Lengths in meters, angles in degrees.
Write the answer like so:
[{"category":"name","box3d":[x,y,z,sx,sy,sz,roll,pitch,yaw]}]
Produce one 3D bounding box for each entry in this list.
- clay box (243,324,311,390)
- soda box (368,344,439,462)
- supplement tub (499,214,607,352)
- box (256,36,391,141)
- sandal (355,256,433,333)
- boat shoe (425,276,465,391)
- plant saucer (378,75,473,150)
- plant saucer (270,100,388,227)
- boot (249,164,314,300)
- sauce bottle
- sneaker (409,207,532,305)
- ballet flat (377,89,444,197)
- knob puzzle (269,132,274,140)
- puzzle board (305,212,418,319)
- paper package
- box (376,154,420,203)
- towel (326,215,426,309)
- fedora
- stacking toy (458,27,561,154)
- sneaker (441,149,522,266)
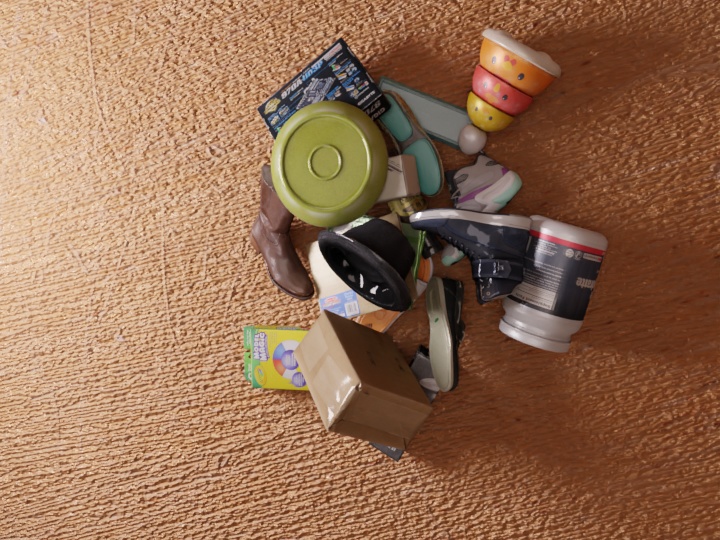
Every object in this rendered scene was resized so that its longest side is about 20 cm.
[{"category":"clay box","box3d":[-0.136,0.167,1.242,0.195,0.048,0.118,0,96,10]},{"category":"soda box","box3d":[0.092,0.246,1.201,0.070,0.063,0.203,29,101,6]},{"category":"supplement tub","box3d":[0.320,0.020,1.092,0.138,0.140,0.204,16,99,8]},{"category":"box","box3d":[-0.066,-0.278,1.109,0.199,0.046,0.160,-37,60,9]},{"category":"sandal","box3d":[0.061,0.050,1.185,0.079,0.059,0.208,35,101,4]},{"category":"boat shoe","box3d":[0.159,0.111,1.142,0.066,0.072,0.204,8,69,-24]},{"category":"plant saucer","box3d":[0.113,-0.281,1.159,0.197,0.019,0.071,24,101,6]},{"category":"plant saucer","box3d":[-0.054,-0.172,1.042,0.195,0.031,0.205,1,93,9]},{"category":"boot","box3d":[-0.126,-0.066,1.138,0.187,0.064,0.201,46,142,15]},{"category":"sauce bottle","box3d":[0.085,-0.118,1.158,0.064,0.065,0.203,-30,90,12]},{"category":"sneaker","box3d":[0.171,-0.022,1.054,0.198,0.077,0.150,7,89,8]},{"category":"ballet flat","box3d":[0.090,-0.225,1.132,0.070,0.071,0.202,-31,94,12]},{"category":"knob puzzle","box3d":[-0.072,-0.258,1.187,0.215,0.030,0.225,2,95,17]},{"category":"puzzle board","box3d":[0.000,0.000,1.149,0.197,0.017,0.154,-18,82,29]},{"category":"paper package","box3d":[0.003,0.187,1.107,0.189,0.201,0.104,26,109,-37]},{"category":"box","box3d":[-0.003,-0.144,1.110,0.196,0.082,0.070,-9,95,22]},{"category":"towel","box3d":[0.019,-0.021,1.164,0.197,0.031,0.153,13,97,29]},{"category":"fedora","box3d":[0.024,-0.023,1.062,0.200,0.201,0.092,41,72,4]},{"category":"stacking toy","box3d":[0.229,-0.284,1.087,0.144,0.146,0.203,29,112,6]},{"category":"sneaker","box3d":[0.173,-0.120,1.137,0.139,0.078,0.201,39,87,7]}]
